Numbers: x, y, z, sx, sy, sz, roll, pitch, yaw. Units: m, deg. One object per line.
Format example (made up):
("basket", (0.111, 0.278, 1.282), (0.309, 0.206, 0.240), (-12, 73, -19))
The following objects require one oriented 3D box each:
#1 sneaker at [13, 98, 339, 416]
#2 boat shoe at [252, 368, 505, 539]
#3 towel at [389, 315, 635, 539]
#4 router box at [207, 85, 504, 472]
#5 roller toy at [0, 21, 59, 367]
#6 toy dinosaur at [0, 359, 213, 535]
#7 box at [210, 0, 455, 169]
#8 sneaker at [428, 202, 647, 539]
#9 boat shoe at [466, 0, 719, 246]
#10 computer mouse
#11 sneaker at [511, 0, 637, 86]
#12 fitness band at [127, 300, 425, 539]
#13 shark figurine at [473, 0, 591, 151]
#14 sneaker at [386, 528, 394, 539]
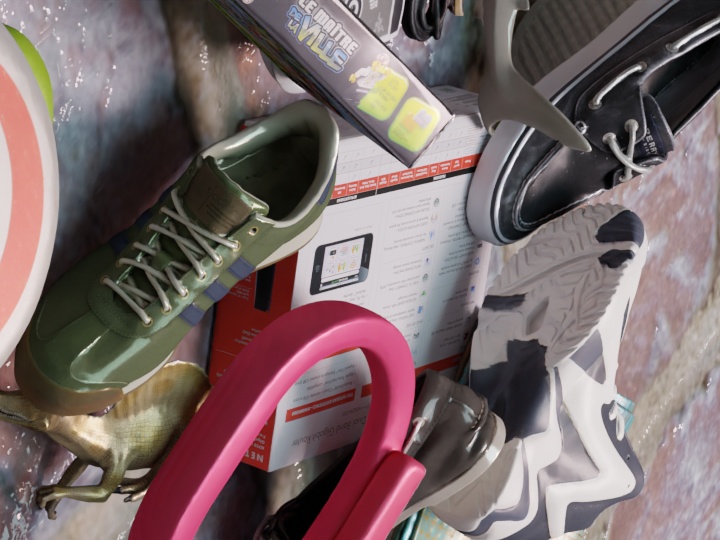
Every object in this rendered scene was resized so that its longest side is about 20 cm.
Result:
("sneaker", (-0.082, -0.016, 1.388), (0.200, 0.067, 0.090), (-38, 165, -34))
("boat shoe", (-0.012, 0.124, 1.571), (0.200, 0.067, 0.057), (-40, 114, 17))
("towel", (0.081, 0.140, 1.683), (0.147, 0.022, 0.200), (32, 76, -42))
("router box", (0.000, 0.000, 1.587), (0.200, 0.049, 0.180), (-14, 117, -55))
("roller toy", (-0.223, -0.030, 1.125), (0.200, 0.139, 0.183), (25, 77, -51))
("toy dinosaur", (-0.095, 0.083, 1.439), (0.200, 0.058, 0.101), (-9, 130, -41))
("box", (-0.048, -0.132, 1.334), (0.035, 0.110, 0.200), (-49, 131, -1))
("sneaker", (0.119, 0.069, 1.635), (0.130, 0.079, 0.200), (38, 71, -53))
("boat shoe", (0.144, -0.082, 1.631), (0.200, 0.068, 0.072), (-42, 137, -18))
("computer mouse", (-0.004, -0.151, 1.510), (0.200, 0.044, 0.110), (-33, 133, -52))
("sneaker", (0.156, -0.153, 1.732), (0.201, 0.075, 0.105), (-65, 154, -6))
("fitness band", (-0.040, 0.109, 1.462), (0.200, 0.037, 0.144), (-57, 138, -8))
("shark figurine", (0.106, -0.177, 1.590), (0.128, 0.089, 0.215), (62, 33, -43))
("sneaker", (0.027, 0.209, 1.717), (0.099, 0.078, 0.201), (-32, 131, -43))
